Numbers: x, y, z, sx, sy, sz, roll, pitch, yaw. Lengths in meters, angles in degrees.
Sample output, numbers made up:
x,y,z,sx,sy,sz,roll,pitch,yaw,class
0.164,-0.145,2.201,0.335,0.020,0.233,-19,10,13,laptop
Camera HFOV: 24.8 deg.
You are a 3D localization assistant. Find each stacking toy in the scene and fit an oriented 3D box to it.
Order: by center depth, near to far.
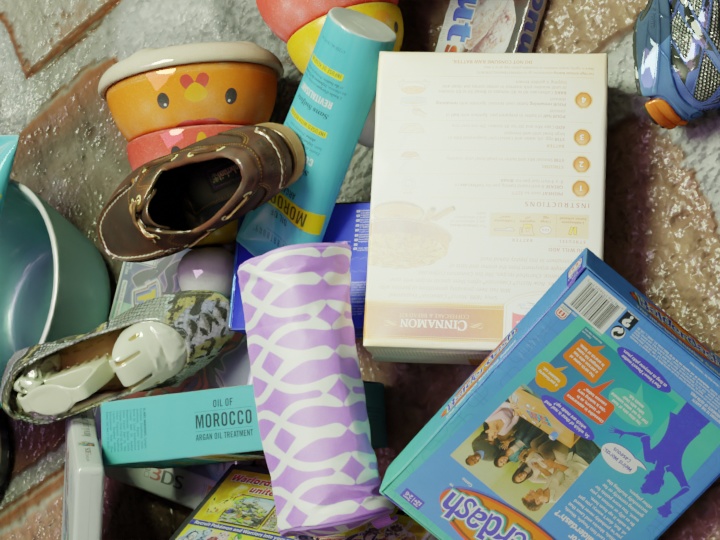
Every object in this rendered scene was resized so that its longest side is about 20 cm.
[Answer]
x,y,z,sx,sy,sz,roll,pitch,yaw,class
-0.012,-0.187,1.213,0.146,0.146,0.201,-25,81,31,stacking toy
-0.120,-0.068,1.268,0.146,0.146,0.201,-13,82,35,stacking toy

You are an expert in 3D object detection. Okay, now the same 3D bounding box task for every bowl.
x,y,z,sx,sy,sz,roll,pitch,yaw,class
-0.288,0.028,1.384,0.200,0.105,0.202,-9,74,36,bowl

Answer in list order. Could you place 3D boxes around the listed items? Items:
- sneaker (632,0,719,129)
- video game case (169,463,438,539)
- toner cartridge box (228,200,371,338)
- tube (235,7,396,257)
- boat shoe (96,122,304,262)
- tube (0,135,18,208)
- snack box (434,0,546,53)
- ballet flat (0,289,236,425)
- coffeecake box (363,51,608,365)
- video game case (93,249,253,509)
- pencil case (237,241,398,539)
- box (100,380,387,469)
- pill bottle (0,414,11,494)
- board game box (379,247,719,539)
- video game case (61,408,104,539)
x,y,z,sx,sy,sz,roll,pitch,yaw,class
0.221,-0.194,1.069,0.078,0.075,0.201,-8,83,27,sneaker
-0.058,0.214,1.131,0.199,0.026,0.181,5,39,35,video game case
0.000,0.000,1.190,0.199,0.043,0.095,-1,77,31,toner cartridge box
-0.033,-0.086,1.163,0.077,0.050,0.200,43,122,37,tube
-0.131,-0.052,1.174,0.200,0.070,0.071,-27,95,40,boat shoe
-0.326,-0.014,1.323,0.077,0.050,0.201,5,77,31,tube
0.095,-0.178,1.184,0.072,0.024,0.201,17,90,41,snack box
-0.186,0.073,1.235,0.200,0.072,0.072,-19,67,15,ballet flat
0.086,-0.039,1.089,0.153,0.073,0.201,2,79,8,coffeecake box
-0.144,0.081,1.311,0.182,0.023,0.201,13,87,39,video game case
-0.026,0.080,1.085,0.084,0.085,0.201,-21,77,55,pencil case
-0.086,0.114,1.200,0.199,0.082,0.049,-8,79,27,box
-0.405,0.151,1.385,0.112,0.200,0.112,-10,73,36,pill bottle
0.133,0.110,1.021,0.152,0.045,0.200,40,108,-4,board game box
-0.214,0.219,1.239,0.182,0.024,0.201,-139,53,-74,video game case
